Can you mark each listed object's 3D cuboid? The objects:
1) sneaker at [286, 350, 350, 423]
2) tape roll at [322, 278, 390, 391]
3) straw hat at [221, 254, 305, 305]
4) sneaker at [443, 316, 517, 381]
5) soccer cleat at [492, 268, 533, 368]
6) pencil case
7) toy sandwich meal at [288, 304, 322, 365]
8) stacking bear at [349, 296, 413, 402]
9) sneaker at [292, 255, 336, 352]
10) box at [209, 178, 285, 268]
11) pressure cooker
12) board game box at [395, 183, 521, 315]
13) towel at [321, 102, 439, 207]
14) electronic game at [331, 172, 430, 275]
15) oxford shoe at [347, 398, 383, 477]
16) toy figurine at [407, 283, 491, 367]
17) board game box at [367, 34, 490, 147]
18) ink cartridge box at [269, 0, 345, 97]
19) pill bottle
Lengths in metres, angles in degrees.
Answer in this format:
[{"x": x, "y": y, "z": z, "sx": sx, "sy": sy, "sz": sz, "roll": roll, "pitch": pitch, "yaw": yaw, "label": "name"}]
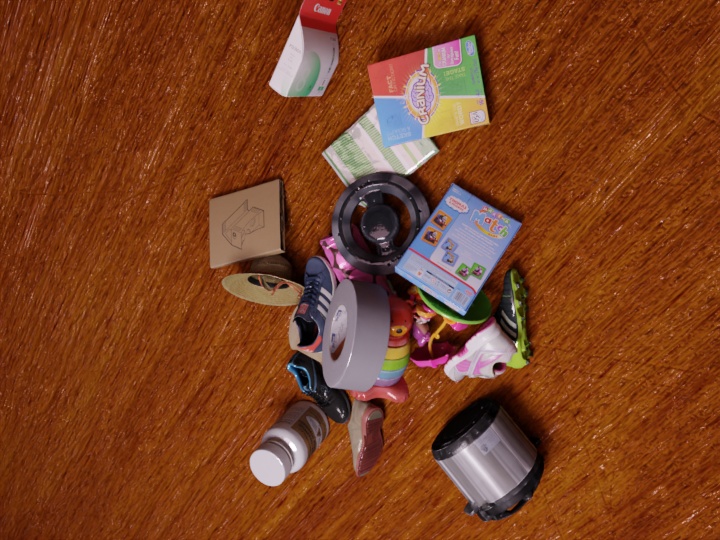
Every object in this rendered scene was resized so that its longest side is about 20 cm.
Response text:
[{"x": -0.101, "y": 0.276, "z": 1.295, "sx": 0.073, "sy": 0.082, "sz": 0.200, "roll": -36, "pitch": 89, "yaw": 29, "label": "sneaker"}, {"x": -0.012, "y": 0.119, "z": 1.044, "sx": 0.066, "sy": 0.201, "sz": 0.201, "roll": 11, "pitch": 115, "yaw": -18, "label": "tape roll"}, {"x": -0.200, "y": 0.008, "z": 1.253, "sx": 0.200, "sy": 0.201, "sz": 0.086, "roll": -3, "pitch": 66, "yaw": 25, "label": "straw hat"}, {"x": 0.230, "y": 0.175, "z": 1.083, "sx": 0.088, "sy": 0.081, "sz": 0.200, "roll": 44, "pitch": 149, "yaw": 12, "label": "sneaker"}, {"x": 0.281, "y": 0.094, "z": 1.082, "sx": 0.081, "sy": 0.067, "sz": 0.201, "roll": 1, "pitch": 107, "yaw": 32, "label": "soccer cleat"}, {"x": 0.000, "y": 0.000, "z": 1.165, "sx": 0.093, "sy": 0.091, "sz": 0.201, "roll": -32, "pitch": 89, "yaw": 33, "label": "pencil case"}, {"x": -0.070, "y": 0.141, "z": 1.223, "sx": 0.204, "sy": 0.070, "sz": 0.207, "roll": 10, "pitch": 105, "yaw": 41, "label": "toy sandwich meal"}, {"x": 0.051, "y": 0.144, "z": 1.102, "sx": 0.121, "sy": 0.114, "sz": 0.201, "roll": 6, "pitch": 120, "yaw": -11, "label": "stacking bear"}, {"x": -0.099, "y": 0.068, "z": 1.147, "sx": 0.075, "sy": 0.084, "sz": 0.202, "roll": -8, "pitch": 83, "yaw": 37, "label": "sneaker"}, {"x": -0.253, "y": -0.101, "z": 1.246, "sx": 0.199, "sy": 0.021, "sz": 0.165, "roll": -11, "pitch": 73, "yaw": 26, "label": "box"}, {"x": 0.258, "y": 0.380, "z": 1.112, "sx": 0.176, "sy": 0.179, "sz": 0.200, "roll": -43, "pitch": 85, "yaw": 25, "label": "pressure cooker"}, {"x": 0.180, "y": -0.042, "z": 1.035, "sx": 0.151, "sy": 0.037, "sz": 0.201, "roll": 33, "pitch": 77, "yaw": 12, "label": "board game box"}, {"x": 0.035, "y": -0.237, "z": 1.115, "sx": 0.200, "sy": 0.023, "sz": 0.153, "roll": -36, "pitch": 90, "yaw": 27, "label": "towel"}, {"x": 0.039, "y": -0.091, "z": 1.101, "sx": 0.198, "sy": 0.042, "sz": 0.202, "roll": 0, "pitch": 88, "yaw": 15, "label": "electronic game"}, {"x": 0.006, "y": 0.383, "z": 1.301, "sx": 0.075, "sy": 0.070, "sz": 0.201, "roll": 29, "pitch": 119, "yaw": 43, "label": "oxford shoe"}, {"x": 0.137, "y": 0.103, "z": 1.125, "sx": 0.200, "sy": 0.150, "sz": 0.185, "roll": 43, "pitch": 129, "yaw": 30, "label": "toy figurine"}, {"x": 0.125, "y": -0.320, "z": 1.024, "sx": 0.199, "sy": 0.040, "sz": 0.154, "roll": -10, "pitch": 100, "yaw": 19, "label": "board game box"}, {"x": -0.076, "y": -0.418, "z": 1.031, "sx": 0.050, "sy": 0.161, "sz": 0.201, "roll": 37, "pitch": 116, "yaw": 7, "label": "ink cartridge box"}, {"x": -0.162, "y": 0.395, "z": 1.292, "sx": 0.114, "sy": 0.200, "sz": 0.115, "roll": 7, "pitch": 109, "yaw": 21, "label": "pill bottle"}]
